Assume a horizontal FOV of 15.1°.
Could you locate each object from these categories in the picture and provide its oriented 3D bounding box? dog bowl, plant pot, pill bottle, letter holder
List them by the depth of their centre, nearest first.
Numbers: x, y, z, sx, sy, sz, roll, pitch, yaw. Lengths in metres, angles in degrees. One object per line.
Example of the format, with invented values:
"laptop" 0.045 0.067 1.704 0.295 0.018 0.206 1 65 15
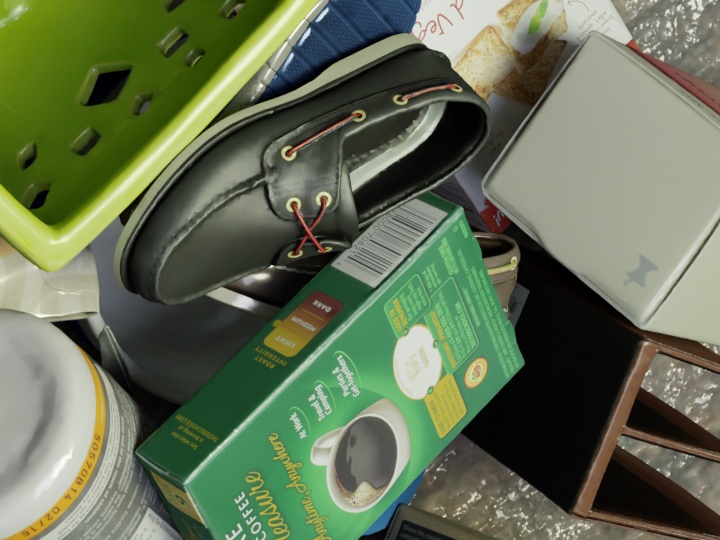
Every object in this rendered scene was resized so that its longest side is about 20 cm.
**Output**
"plant pot" -0.169 -0.150 1.276 0.200 0.181 0.199 -45 121 -10
"pill bottle" -0.147 0.107 1.318 0.117 0.116 0.200 -50 149 -7
"dog bowl" -0.075 -0.033 1.427 0.199 0.079 0.202 -9 110 -28
"letter holder" 0.136 0.066 1.502 0.141 0.200 0.101 17 100 -32

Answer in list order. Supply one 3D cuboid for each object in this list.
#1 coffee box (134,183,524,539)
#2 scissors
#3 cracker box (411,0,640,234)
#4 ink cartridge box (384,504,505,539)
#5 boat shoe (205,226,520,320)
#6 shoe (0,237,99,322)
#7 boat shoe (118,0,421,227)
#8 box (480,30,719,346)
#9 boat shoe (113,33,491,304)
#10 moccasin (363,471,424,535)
"coffee box" -0.011 0.066 1.322 0.200 0.044 0.123 -46 137 -20
"scissors" -0.116 0.068 1.394 0.073 0.200 0.014 1 63 -15
"cracker box" 0.061 -0.137 1.484 0.134 0.058 0.200 -43 122 -12
"ink cartridge box" 0.124 0.208 1.541 0.199 0.164 0.076 24 85 -45
"boat shoe" 0.000 0.000 1.390 0.199 0.072 0.060 9 104 -37
"shoe" -0.215 0.021 1.290 0.199 0.070 0.054 -18 92 -25
"boat shoe" -0.051 -0.095 1.325 0.200 0.072 0.072 -49 139 -8
"box" 0.178 -0.038 1.485 0.109 0.128 0.200 -55 154 12
"boat shoe" -0.026 -0.042 1.280 0.201 0.063 0.074 -32 143 -24
"moccasin" -0.031 0.097 1.484 0.200 0.068 0.081 20 93 -60
